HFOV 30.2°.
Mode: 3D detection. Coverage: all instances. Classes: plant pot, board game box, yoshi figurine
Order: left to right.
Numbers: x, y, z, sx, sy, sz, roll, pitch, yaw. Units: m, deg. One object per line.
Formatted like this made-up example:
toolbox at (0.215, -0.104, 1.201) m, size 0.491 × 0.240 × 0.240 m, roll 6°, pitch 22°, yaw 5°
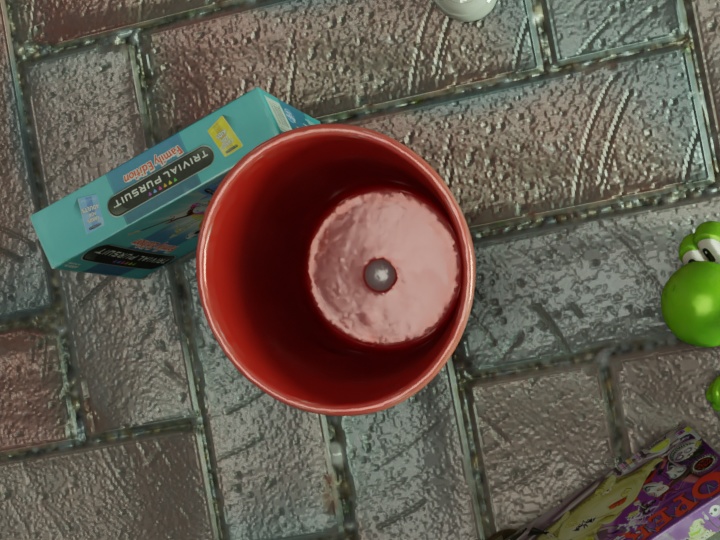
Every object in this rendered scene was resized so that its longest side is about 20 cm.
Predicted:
board game box at (-0.129, -0.060, 1.028) m, size 0.200 × 0.151 × 0.047 m, roll -28°, pitch 80°, yaw 13°
plant pot at (0.000, 0.000, 0.983) m, size 0.200 × 0.177 × 0.201 m, roll 0°, pitch 90°, yaw 13°
board game box at (0.174, 0.190, 0.953) m, size 0.200 × 0.120 × 0.032 m, roll -33°, pitch 108°, yaw 1°
yoshi figurine at (0.286, 0.060, 0.952) m, size 0.112 × 0.112 × 0.200 m, roll -41°, pitch 78°, yaw 17°

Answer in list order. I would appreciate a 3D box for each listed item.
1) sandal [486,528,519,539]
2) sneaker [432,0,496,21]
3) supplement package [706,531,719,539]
sandal at (0.162, 0.280, 1.004) m, size 0.200 × 0.055 × 0.082 m, roll 37°, pitch 76°, yaw 24°
sneaker at (0.063, -0.293, 1.001) m, size 0.073 × 0.116 × 0.201 m, roll -7°, pitch 90°, yaw 12°
supplement package at (0.268, 0.247, 0.894) m, size 0.121 × 0.200 × 0.120 m, roll -14°, pitch 103°, yaw 13°
